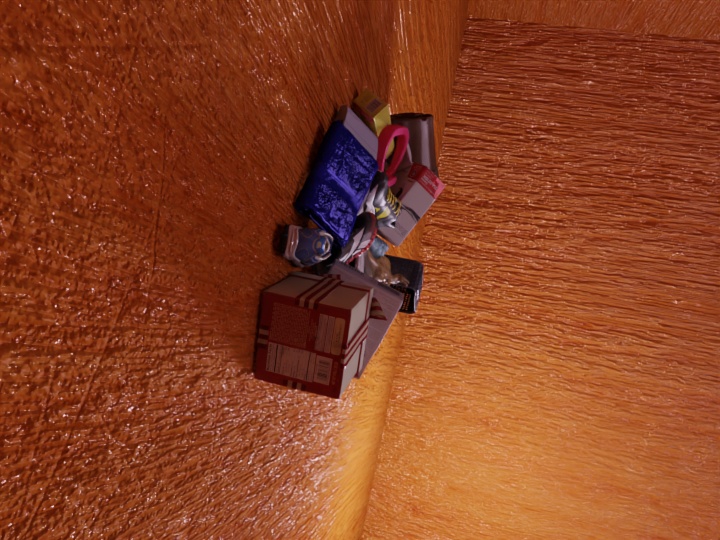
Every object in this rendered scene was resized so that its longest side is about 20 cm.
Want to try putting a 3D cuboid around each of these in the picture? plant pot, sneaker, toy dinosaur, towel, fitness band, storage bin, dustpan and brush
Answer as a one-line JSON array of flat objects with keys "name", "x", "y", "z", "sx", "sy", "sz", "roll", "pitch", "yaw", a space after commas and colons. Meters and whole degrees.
[{"name": "plant pot", "x": 0.135, "y": -0.345, "z": 1.540, "sx": 0.200, "sy": 0.197, "sz": 0.201, "roll": -54, "pitch": 145, "yaw": -64}, {"name": "sneaker", "x": -0.034, "y": -0.063, "z": 1.129, "sx": 0.201, "sy": 0.070, "sz": 0.098, "roll": -48, "pitch": 147, "yaw": -20}, {"name": "toy dinosaur", "x": 0.046, "y": 0.006, "z": 1.347, "sx": 0.200, "sy": 0.058, "sz": 0.102, "roll": 40, "pitch": 62, "yaw": -42}, {"name": "sneaker", "x": 0.057, "y": -0.160, "z": 1.217, "sx": 0.200, "sy": 0.083, "sz": 0.075, "roll": 95, "pitch": 9, "yaw": -70}, {"name": "sneaker", "x": 0.028, "y": -0.072, "z": 1.382, "sx": 0.074, "sy": 0.081, "sz": 0.202, "roll": -129, "pitch": -161, "yaw": -61}, {"name": "towel", "x": -0.037, "y": -0.164, "z": 1.021, "sx": 0.148, "sy": 0.049, "sz": 0.202, "roll": 42, "pitch": 60, "yaw": -45}, {"name": "sneaker", "x": -0.087, "y": -0.038, "z": 0.977, "sx": 0.200, "sy": 0.076, "sz": 0.077, "roll": -12, "pitch": 110, "yaw": -84}, {"name": "fitness band", "x": 0.071, "y": -0.272, "z": 1.272, "sx": 0.200, "sy": 0.037, "sz": 0.145, "roll": -40, "pitch": 147, "yaw": -64}, {"name": "storage bin", "x": 0.071, "y": 0.032, "z": 1.498, "sx": 0.136, "sy": 0.197, "sz": 0.095, "roll": 84, "pitch": 20, "yaw": -54}, {"name": "dustpan and brush", "x": 0.066, "y": -0.356, "z": 1.413, "sx": 0.057, "sy": 0.139, "sz": 0.203, "roll": 9, "pitch": 74, "yaw": -42}]

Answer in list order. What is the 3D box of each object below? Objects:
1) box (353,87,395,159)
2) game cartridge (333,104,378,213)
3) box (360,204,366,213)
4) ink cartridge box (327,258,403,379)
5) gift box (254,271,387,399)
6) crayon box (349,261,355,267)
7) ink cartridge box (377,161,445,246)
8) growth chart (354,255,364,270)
[{"name": "box", "x": 0.036, "y": -0.343, "z": 1.287, "sx": 0.050, "sy": 0.075, "sz": 0.200, "roll": -43, "pitch": 162, "yaw": -8}, {"name": "game cartridge", "x": -0.022, "y": -0.220, "z": 1.108, "sx": 0.133, "sy": 0.040, "sz": 0.203, "roll": 35, "pitch": 63, "yaw": -51}, {"name": "box", "x": -0.012, "y": -0.197, "z": 1.247, "sx": 0.117, "sy": 0.059, "sz": 0.202, "roll": 83, "pitch": 21, "yaw": -56}, {"name": "ink cartridge box", "x": -0.025, "y": 0.101, "z": 1.092, "sx": 0.202, "sy": 0.159, "sz": 0.047, "roll": -62, "pitch": -178, "yaw": 18}, {"name": "gift box", "x": -0.064, "y": 0.116, "z": 0.958, "sx": 0.187, "sy": 0.197, "sz": 0.187, "roll": -42, "pitch": 146, "yaw": -73}, {"name": "crayon box", "x": -0.035, "y": 0.105, "z": 1.405, "sx": 0.201, "sy": 0.057, "sz": 0.174, "roll": 83, "pitch": 21, "yaw": -53}, {"name": "ink cartridge box", "x": 0.104, "y": -0.179, "z": 1.396, "sx": 0.201, "sy": 0.083, "sz": 0.144, "roll": -53, "pitch": -151, "yaw": 1}, {"name": "growth chart", "x": 0.000, "y": 0.000, "z": 1.253, "sx": 0.201, "sy": 0.017, "sz": 0.146, "roll": 88, "pitch": 6, "yaw": -54}]
